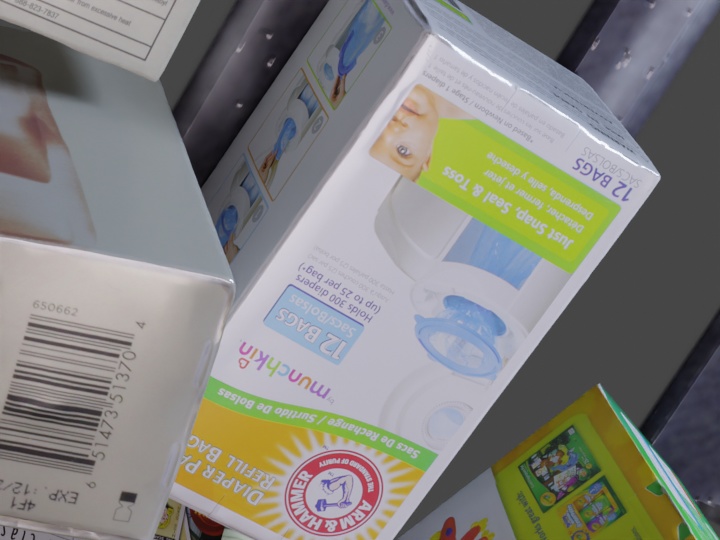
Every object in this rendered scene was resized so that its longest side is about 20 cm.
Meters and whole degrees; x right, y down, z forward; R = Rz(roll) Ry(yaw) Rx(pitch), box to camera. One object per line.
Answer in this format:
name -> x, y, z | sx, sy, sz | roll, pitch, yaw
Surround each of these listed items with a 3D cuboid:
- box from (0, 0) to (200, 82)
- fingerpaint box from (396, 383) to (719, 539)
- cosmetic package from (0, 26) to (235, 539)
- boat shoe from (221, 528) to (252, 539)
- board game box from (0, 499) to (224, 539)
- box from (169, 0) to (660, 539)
box -> -0.070, -0.178, 0.849 | 0.095, 0.078, 0.200 | 24, 108, -22
fingerpaint box -> 0.077, 0.162, 0.978 | 0.167, 0.200, 0.073 | -39, 118, 6
cosmetic package -> -0.111, -0.003, 0.855 | 0.087, 0.200, 0.103 | 12, 110, -17
boat shoe -> -0.121, 0.171, 1.010 | 0.200, 0.065, 0.073 | -27, 116, -1
board game box -> -0.145, 0.087, 0.946 | 0.200, 0.023, 0.105 | 23, 75, -27
box -> 0.000, 0.000, 0.937 | 0.112, 0.101, 0.200 | 30, 105, -24
